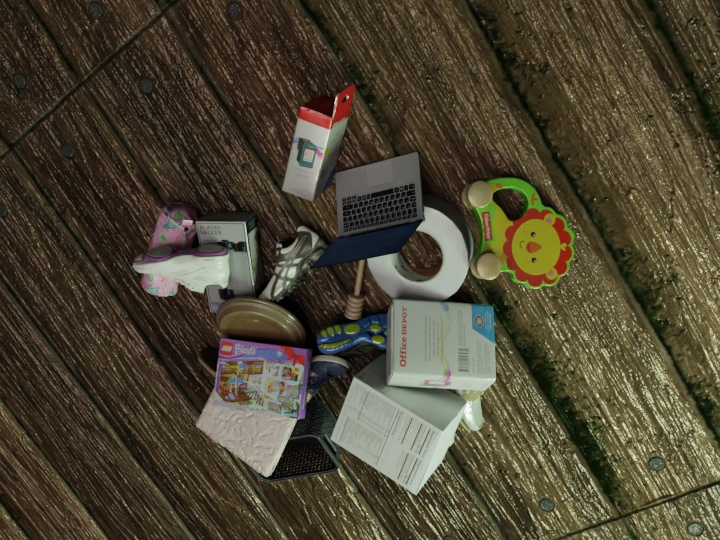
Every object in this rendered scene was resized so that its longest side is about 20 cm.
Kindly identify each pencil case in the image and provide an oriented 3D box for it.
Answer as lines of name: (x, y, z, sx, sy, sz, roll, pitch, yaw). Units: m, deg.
pencil case: (-0.394, -0.042, 1.637, 0.086, 0.088, 0.202, 29, 118, 3)

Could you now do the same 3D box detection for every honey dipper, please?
honey dipper: (0.000, 0.000, 1.562, 0.037, 0.038, 0.204, 14, 114, 11)

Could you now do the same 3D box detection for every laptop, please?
laptop: (0.009, -0.108, 1.408, 0.184, 0.115, 0.205, -9, 78, 30)

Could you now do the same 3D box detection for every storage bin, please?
storage bin: (-0.148, 0.370, 1.704, 0.196, 0.095, 0.136, -15, 129, 19)

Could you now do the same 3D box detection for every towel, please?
towel: (-0.225, 0.292, 1.638, 0.198, 0.032, 0.194, 29, 93, 20)

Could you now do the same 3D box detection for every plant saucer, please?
plant saucer: (-0.208, 0.128, 1.636, 0.195, 0.030, 0.202, 9, 140, 8)

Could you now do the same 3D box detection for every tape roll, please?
tape roll: (0.112, -0.038, 1.495, 0.196, 0.066, 0.205, 7, 114, 15)

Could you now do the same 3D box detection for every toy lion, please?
toy lion: (0.286, -0.067, 1.412, 0.187, 0.069, 0.205, -8, 91, -5)

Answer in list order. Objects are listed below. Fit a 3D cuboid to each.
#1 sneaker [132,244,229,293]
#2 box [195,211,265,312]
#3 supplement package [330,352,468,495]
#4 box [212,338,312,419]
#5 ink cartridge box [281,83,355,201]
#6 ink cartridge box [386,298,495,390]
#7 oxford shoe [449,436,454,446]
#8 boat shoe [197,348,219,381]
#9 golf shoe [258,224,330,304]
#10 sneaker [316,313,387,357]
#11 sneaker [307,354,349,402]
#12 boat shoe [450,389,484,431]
sneaker: (-0.356, 0.003, 1.571, 0.195, 0.075, 0.102, 0, 117, 5)
box: (-0.264, -0.016, 1.622, 0.114, 0.060, 0.204, 3, 112, 16)
supplement package: (0.076, 0.292, 1.531, 0.197, 0.151, 0.153, 28, 113, 18)
box: (-0.199, 0.218, 1.602, 0.195, 0.039, 0.140, 5, 85, 19)
ink cartridge box: (-0.075, -0.243, 1.438, 0.066, 0.116, 0.204, 20, 116, 8)
ink cartridge box: (0.146, 0.140, 1.479, 0.195, 0.148, 0.085, 5, 158, -7)
oxford shoe: (0.116, 0.291, 1.640, 0.198, 0.058, 0.076, 31, 148, 18)
boat shoe: (-0.288, 0.256, 1.739, 0.199, 0.072, 0.072, 39, 117, -9)
golf shoe: (-0.149, -0.009, 1.589, 0.200, 0.078, 0.095, -42, 88, 19)
sneaker: (0.010, 0.134, 1.601, 0.195, 0.083, 0.072, -9, 75, 5)
sneaker: (-0.105, 0.238, 1.648, 0.198, 0.086, 0.075, -23, 139, 35)
boat shoe: (0.217, 0.228, 1.569, 0.067, 0.075, 0.204, -10, 108, 26)
